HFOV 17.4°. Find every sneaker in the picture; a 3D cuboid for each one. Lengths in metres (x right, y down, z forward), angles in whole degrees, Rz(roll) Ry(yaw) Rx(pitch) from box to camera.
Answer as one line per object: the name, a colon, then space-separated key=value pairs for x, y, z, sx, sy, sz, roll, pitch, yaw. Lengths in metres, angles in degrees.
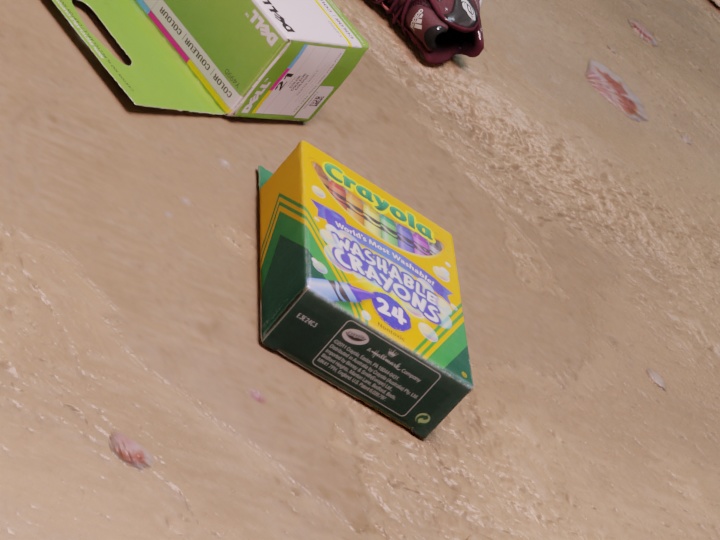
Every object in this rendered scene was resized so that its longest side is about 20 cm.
sneaker: x=0.030 y=-0.231 z=1.858 sx=0.200 sy=0.076 sz=0.116 roll=27 pitch=31 yaw=-31

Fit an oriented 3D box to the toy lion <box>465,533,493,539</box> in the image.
toy lion: x=0.130 y=0.240 z=1.258 sx=0.191 sy=0.069 sz=0.200 roll=15 pitch=35 yaw=-56

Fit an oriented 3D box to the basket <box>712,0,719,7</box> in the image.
basket: x=0.425 y=-0.417 z=2.589 sx=0.161 sy=0.198 sz=0.200 roll=46 pitch=24 yaw=6

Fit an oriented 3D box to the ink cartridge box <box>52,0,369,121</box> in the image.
ink cartridge box: x=-0.108 y=-0.177 z=1.561 sx=0.148 sy=0.076 sz=0.200 roll=51 pitch=25 yaw=20

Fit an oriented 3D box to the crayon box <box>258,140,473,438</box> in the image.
crayon box: x=0.000 y=0.000 z=1.461 sx=0.125 sy=0.052 sz=0.200 roll=31 pitch=26 yaw=-22
